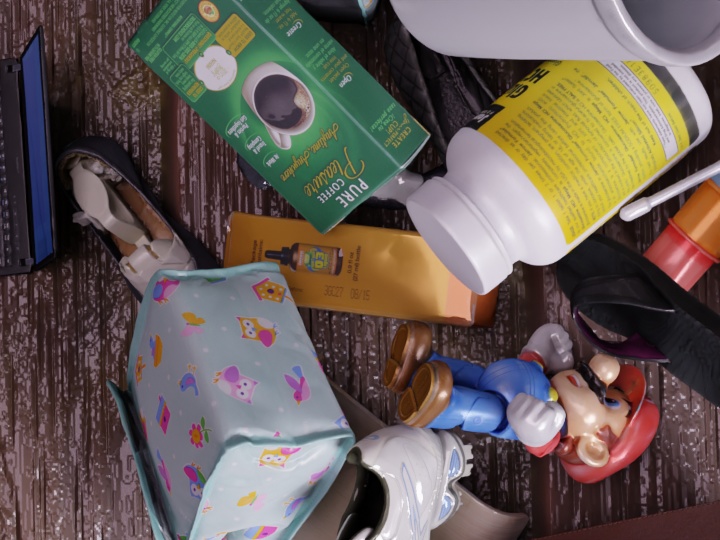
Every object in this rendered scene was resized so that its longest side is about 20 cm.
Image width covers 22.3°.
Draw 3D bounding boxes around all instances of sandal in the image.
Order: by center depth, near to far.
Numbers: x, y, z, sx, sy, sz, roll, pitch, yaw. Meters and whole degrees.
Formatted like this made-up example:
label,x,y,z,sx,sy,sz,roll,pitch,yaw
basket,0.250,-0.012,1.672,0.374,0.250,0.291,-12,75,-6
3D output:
label,x,y,z,sx,sy,sz,roll,pitch,yaw
sandal,0.187,0.032,1.237,0.200,0.048,0.075,36,142,51

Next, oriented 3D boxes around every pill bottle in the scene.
label,x,y,z,sx,sy,sz,roll,pitch,yaw
pill bottle,0.133,-0.077,1.248,0.200,0.112,0.112,-39,75,-10

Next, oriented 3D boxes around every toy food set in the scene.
label,x,y,z,sx,sy,sz,roll,pitch,yaw
toy food set,0.009,0.176,1.345,0.200,0.060,0.144,37,110,18

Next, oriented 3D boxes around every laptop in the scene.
label,x,y,z,sx,sy,sz,roll,pitch,yaw
laptop,-0.309,-0.085,1.433,0.199,0.103,0.178,-6,85,18

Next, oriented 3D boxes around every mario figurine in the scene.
label,x,y,z,sx,sy,sz,roll,pitch,yaw
mario figurine,0.122,0.075,1.249,0.106,0.200,0.124,-38,45,51

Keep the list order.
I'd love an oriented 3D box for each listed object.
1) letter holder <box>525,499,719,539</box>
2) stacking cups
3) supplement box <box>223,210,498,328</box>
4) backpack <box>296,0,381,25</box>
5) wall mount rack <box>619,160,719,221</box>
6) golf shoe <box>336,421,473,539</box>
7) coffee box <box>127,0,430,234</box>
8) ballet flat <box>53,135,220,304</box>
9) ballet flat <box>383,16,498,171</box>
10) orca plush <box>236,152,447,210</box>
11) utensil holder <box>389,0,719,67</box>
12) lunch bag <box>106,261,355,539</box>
label,x,y,z,sx,sy,sz,roll,pitch,yaw
letter holder,0.173,0.251,1.219,0.200,0.142,0.101,-15,118,18
stacking cups,0.272,-0.065,1.268,0.061,0.060,0.200,44,106,15
supplement box,0.000,0.000,1.346,0.199,0.069,0.067,7,89,17
backpack,-0.002,-0.282,1.303,0.153,0.176,0.201,4,92,6
wall mount rack,0.282,-0.022,1.217,0.174,0.075,0.200,-13,114,44
golf shoe,0.014,0.201,1.250,0.078,0.097,0.201,10,100,48
coffee box,-0.059,-0.126,1.265,0.200,0.044,0.123,44,143,-5
ballet flat,-0.172,-0.023,1.403,0.073,0.073,0.200,-41,76,13
ballet flat,0.081,-0.101,1.319,0.066,0.057,0.200,-37,85,-2
orca plush,-0.026,-0.105,1.359,0.200,0.071,0.105,16,100,-2
utensil holder,0.132,-0.217,1.174,0.200,0.170,0.170,7,90,46
lunch bag,-0.104,0.119,1.307,0.171,0.122,0.200,66,145,34
